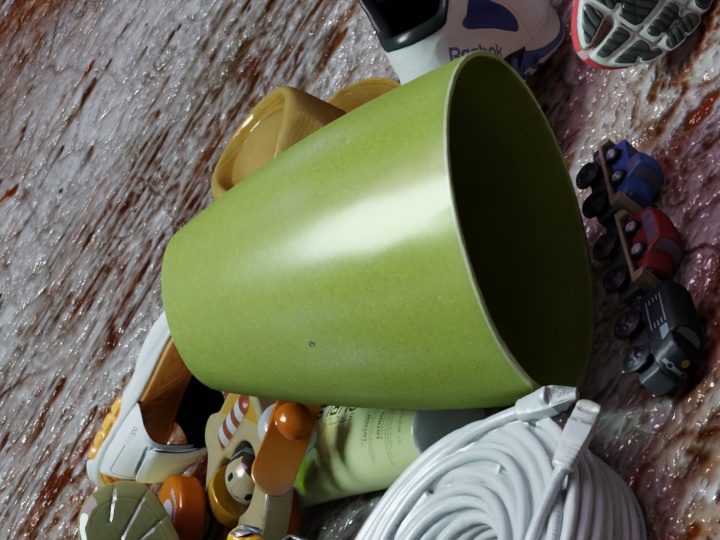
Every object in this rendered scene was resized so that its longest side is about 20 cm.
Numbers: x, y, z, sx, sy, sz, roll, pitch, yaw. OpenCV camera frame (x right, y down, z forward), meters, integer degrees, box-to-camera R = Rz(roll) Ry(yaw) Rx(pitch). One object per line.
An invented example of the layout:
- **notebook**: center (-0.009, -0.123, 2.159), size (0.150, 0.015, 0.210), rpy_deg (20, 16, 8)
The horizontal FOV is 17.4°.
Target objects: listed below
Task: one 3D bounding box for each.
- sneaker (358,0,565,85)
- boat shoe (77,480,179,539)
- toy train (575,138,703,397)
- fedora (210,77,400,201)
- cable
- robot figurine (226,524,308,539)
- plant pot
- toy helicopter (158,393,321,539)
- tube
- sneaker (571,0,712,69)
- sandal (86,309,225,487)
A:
- **sneaker**: center (0.059, -0.161, 1.437), size (0.080, 0.116, 0.200), rpy_deg (-20, 21, 24)
- **boat shoe**: center (-0.106, 0.219, 1.355), size (0.071, 0.202, 0.066), rpy_deg (-22, -11, 2)
- **toy train**: center (0.151, -0.010, 1.258), size (0.046, 0.034, 0.201), rpy_deg (-41, 31, 23)
- **fedora**: center (-0.045, -0.064, 1.602), size (0.200, 0.082, 0.202), rpy_deg (-41, 31, 31)
- **cable**: center (0.057, 0.168, 1.189), size (0.199, 0.069, 0.201), rpy_deg (-21, 45, 52)
- **robot figurine**: center (-0.083, 0.230, 1.246), size (0.058, 0.145, 0.202), rpy_deg (15, 100, 32)
- **plant pot**: center (0.000, 0.000, 1.268), size (0.199, 0.187, 0.188), rpy_deg (-15, 44, 24)
- **toy helicopter**: center (-0.061, 0.076, 1.390), size (0.132, 0.078, 0.202), rpy_deg (156, 119, -64)
- **tube**: center (0.003, 0.103, 1.380), size (0.058, 0.052, 0.200), rpy_deg (-35, 9, -27)
- **sneaker**: center (0.169, -0.191, 1.401), size (0.085, 0.077, 0.201), rpy_deg (-36, 25, 57)
- **sandal**: center (-0.116, 0.088, 1.480), size (0.079, 0.059, 0.207), rpy_deg (-36, -19, -39)
